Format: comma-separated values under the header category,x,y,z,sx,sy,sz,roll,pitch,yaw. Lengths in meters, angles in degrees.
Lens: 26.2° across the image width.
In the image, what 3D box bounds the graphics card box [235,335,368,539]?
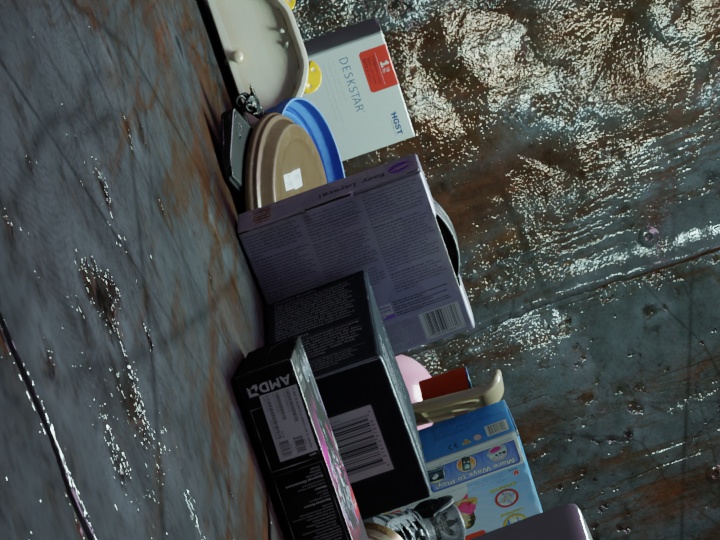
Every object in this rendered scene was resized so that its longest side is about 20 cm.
category,x,y,z,sx,sy,sz,roll,pitch,yaw
graphics card box,-0.041,0.159,1.213,0.125,0.050,0.202,-75,145,-84

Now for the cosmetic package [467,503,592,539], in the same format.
category,x,y,z,sx,sy,sz,roll,pitch,yaw
cosmetic package,0.024,0.222,0.558,0.166,0.198,0.166,-105,174,-46

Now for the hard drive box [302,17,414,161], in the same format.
category,x,y,z,sx,sy,sz,roll,pitch,yaw
hard drive box,-0.045,-0.229,2.074,0.077,0.198,0.157,-103,172,-67

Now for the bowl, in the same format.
category,x,y,z,sx,sy,sz,roll,pitch,yaw
bowl,-0.070,-0.098,1.789,0.200,0.039,0.203,-9,90,-68

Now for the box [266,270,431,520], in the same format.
category,x,y,z,sx,sy,sz,roll,pitch,yaw
box,-0.014,0.115,1.426,0.200,0.106,0.150,-99,170,-68

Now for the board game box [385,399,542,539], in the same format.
category,x,y,z,sx,sy,sz,roll,pitch,yaw
board game box,0.099,0.263,1.729,0.056,0.198,0.197,-108,178,-54

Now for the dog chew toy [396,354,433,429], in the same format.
category,x,y,z,sx,sy,sz,roll,pitch,yaw
dog chew toy,0.038,0.203,1.820,0.125,0.123,0.202,64,15,-68

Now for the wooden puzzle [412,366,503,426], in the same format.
category,x,y,z,sx,sy,sz,roll,pitch,yaw
wooden puzzle,0.057,0.145,1.668,0.185,0.198,0.047,56,15,-79

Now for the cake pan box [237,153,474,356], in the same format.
category,x,y,z,sx,sy,sz,roll,pitch,yaw
cake pan box,0.000,0.000,1.515,0.052,0.198,0.185,-98,167,-62

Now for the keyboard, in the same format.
category,x,y,z,sx,sy,sz,roll,pitch,yaw
keyboard,-0.102,-0.112,1.618,0.200,0.020,0.128,51,37,-61

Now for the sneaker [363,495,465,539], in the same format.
category,x,y,z,sx,sy,sz,roll,pitch,yaw
sneaker,0.051,0.274,1.595,0.200,0.113,0.076,55,16,-80

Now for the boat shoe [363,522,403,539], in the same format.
category,x,y,z,sx,sy,sz,roll,pitch,yaw
boat shoe,0.023,0.319,1.376,0.065,0.072,0.201,-50,135,-43

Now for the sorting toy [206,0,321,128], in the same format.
category,x,y,z,sx,sy,sz,roll,pitch,yaw
sorting toy,-0.135,-0.268,1.906,0.202,0.106,0.180,71,-16,-7

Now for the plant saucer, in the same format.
category,x,y,z,sx,sy,sz,roll,pitch,yaw
plant saucer,-0.071,-0.067,1.624,0.200,0.029,0.202,-6,90,-71
